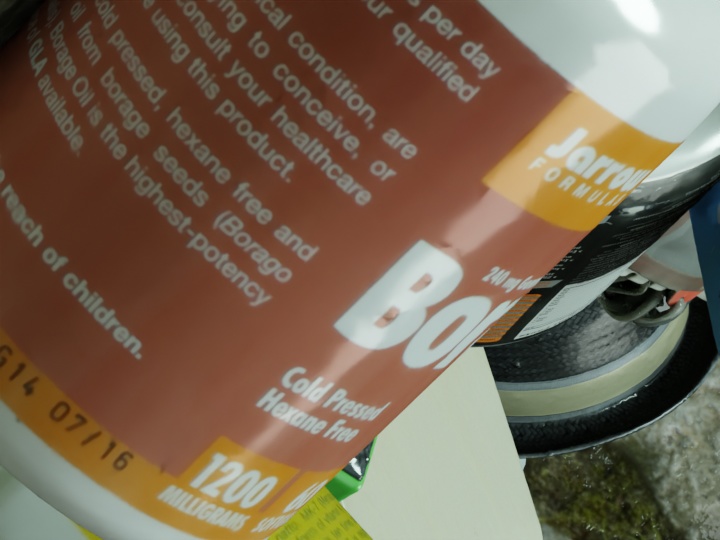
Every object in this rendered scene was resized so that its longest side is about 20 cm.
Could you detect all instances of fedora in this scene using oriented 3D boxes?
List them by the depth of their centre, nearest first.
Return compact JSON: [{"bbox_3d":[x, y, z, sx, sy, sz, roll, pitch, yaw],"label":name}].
[{"bbox_3d":[0.059,-0.016,1.167,0.200,0.200,0.092,-41,147,-25],"label":"fedora"}]

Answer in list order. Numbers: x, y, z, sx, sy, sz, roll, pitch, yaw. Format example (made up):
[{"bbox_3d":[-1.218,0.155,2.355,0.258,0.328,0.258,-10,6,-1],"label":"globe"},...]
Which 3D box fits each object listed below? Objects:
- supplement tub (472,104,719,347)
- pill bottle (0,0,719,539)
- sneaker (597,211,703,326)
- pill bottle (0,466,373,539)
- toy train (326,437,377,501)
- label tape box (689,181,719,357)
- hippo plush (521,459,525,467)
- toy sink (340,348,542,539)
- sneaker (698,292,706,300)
[{"bbox_3d":[0.043,-0.049,0.827,0.122,0.123,0.200,-41,177,-20],"label":"supplement tub"},{"bbox_3d":[0.003,-0.043,0.558,0.200,0.112,0.112,-44,176,18],"label":"pill bottle"},{"bbox_3d":[0.103,-0.012,1.009,0.199,0.077,0.082,-15,116,-42],"label":"sneaker"},{"bbox_3d":[-0.056,0.093,0.773,0.114,0.200,0.114,-42,176,-4],"label":"pill bottle"},{"bbox_3d":[0.000,0.000,0.973,0.056,0.042,0.201,-34,-149,47],"label":"toy train"},{"bbox_3d":[0.172,-0.067,0.770,0.201,0.066,0.144,-57,-167,24],"label":"label tape box"},{"bbox_3d":[0.022,0.044,1.338,0.200,0.161,0.159,-44,176,7],"label":"hippo plush"},{"bbox_3d":[-0.030,0.050,1.075,0.111,0.201,0.130,-10,-164,32],"label":"toy sink"},{"bbox_3d":[0.142,-0.089,1.119,0.073,0.201,0.082,4,155,-28],"label":"sneaker"}]
